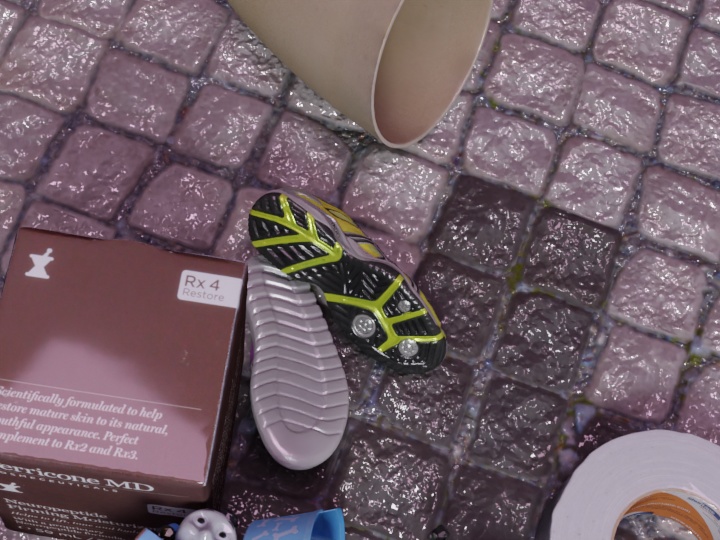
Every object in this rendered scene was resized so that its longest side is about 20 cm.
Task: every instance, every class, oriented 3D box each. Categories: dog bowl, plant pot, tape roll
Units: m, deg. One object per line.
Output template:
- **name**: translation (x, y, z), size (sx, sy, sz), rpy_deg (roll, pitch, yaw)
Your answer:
- **dog bowl**: translation (-0.046, 0.221, 0.933), size (0.049, 0.200, 0.113), rpy_deg (2, 81, 6)
- **plant pot**: translation (-0.015, -0.234, 1.174), size (0.199, 0.188, 0.188), rpy_deg (28, 64, 23)
- **tape roll**: translation (0.234, 0.227, 1.029), size (0.198, 0.066, 0.202), rpy_deg (3, 65, -6)

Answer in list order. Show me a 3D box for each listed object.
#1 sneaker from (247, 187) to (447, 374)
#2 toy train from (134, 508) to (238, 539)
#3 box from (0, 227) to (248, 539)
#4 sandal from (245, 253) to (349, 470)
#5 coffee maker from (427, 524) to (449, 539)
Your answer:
- **sneaker**: translation (0.000, 0.000, 1.106), size (0.200, 0.075, 0.076), rpy_deg (45, 27, -2)
- **toy train**: translation (-0.126, 0.234, 0.917), size (0.086, 0.201, 0.115), rpy_deg (29, 54, 11)
- **box**: translation (-0.175, 0.095, 0.973), size (0.164, 0.200, 0.166), rpy_deg (9, 64, -1)
- **sandal**: translation (-0.057, 0.076, 1.082), size (0.082, 0.050, 0.204), rpy_deg (6, 50, -20)
- **coffee maker**: translation (0.035, 0.323, 0.941), size (0.199, 0.136, 0.192), rpy_deg (-28, 47, -19)
